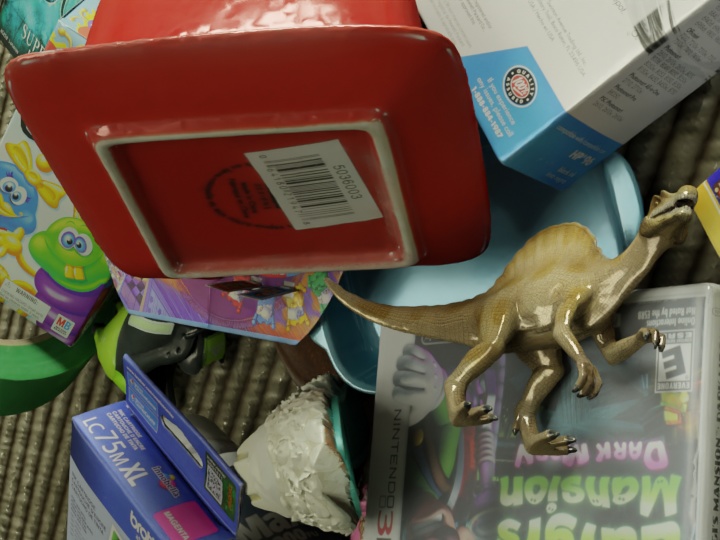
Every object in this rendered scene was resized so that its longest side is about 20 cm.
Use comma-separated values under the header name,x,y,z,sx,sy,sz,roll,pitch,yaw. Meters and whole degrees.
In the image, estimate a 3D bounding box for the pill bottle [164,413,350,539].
name,x,y,z,sx,sy,sz,roll,pitch,yaw
pill bottle,-0.067,0.177,0.930,0.200,0.119,0.121,41,119,40

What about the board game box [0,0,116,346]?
name,x,y,z,sx,sy,sz,roll,pitch,yaw
board game box,-0.167,-0.071,1.025,0.102,0.105,0.201,33,123,-3

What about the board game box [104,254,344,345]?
name,x,y,z,sx,sy,sz,roll,pitch,yaw
board game box,-0.088,-0.047,0.869,0.198,0.039,0.160,8,95,39

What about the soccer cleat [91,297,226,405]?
name,x,y,z,sx,sy,sz,roll,pitch,yaw
soccer cleat,-0.104,0.013,1.022,0.081,0.067,0.201,50,129,18

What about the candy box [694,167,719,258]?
name,x,y,z,sx,sy,sz,roll,pitch,yaw
candy box,0.245,-0.018,0.613,0.200,0.076,0.171,-47,58,39

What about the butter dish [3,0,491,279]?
name,x,y,z,sx,sy,sz,roll,pitch,yaw
butter dish,-0.041,-0.093,0.753,0.196,0.201,0.150,-2,62,9

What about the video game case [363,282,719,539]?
name,x,y,z,sx,sy,sz,roll,pitch,yaw
video game case,0.076,0.104,0.722,0.199,0.023,0.185,-7,74,46

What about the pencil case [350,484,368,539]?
name,x,y,z,sx,sy,sz,roll,pitch,yaw
pencil case,0.080,0.130,0.792,0.199,0.086,0.084,-18,70,44

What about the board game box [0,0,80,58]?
name,x,y,z,sx,sy,sz,roll,pitch,yaw
board game box,-0.189,-0.173,1.132,0.200,0.028,0.136,48,125,36

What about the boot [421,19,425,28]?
name,x,y,z,sx,sy,sz,roll,pitch,yaw
boot,-0.078,-0.158,0.879,0.181,0.198,0.074,-13,82,47

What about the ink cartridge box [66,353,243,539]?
name,x,y,z,sx,sy,sz,roll,pitch,yaw
ink cartridge box,-0.114,0.158,0.852,0.119,0.042,0.202,43,134,39

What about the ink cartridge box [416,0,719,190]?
name,x,y,z,sx,sy,sz,roll,pitch,yaw
ink cartridge box,0.129,-0.144,0.726,0.199,0.068,0.117,-37,63,22

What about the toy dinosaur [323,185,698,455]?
name,x,y,z,sx,sy,sz,roll,pitch,yaw
toy dinosaur,0.070,0.026,0.709,0.198,0.058,0.102,-18,50,36

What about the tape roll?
name,x,y,z,sx,sy,sz,roll,pitch,yaw
tape roll,-0.263,0.001,1.088,0.048,0.199,0.202,-47,58,37

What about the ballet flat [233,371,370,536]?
name,x,y,z,sx,sy,sz,roll,pitch,yaw
ballet flat,-0.029,0.095,0.805,0.200,0.071,0.073,-11,-79,-88

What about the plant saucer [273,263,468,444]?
name,x,y,z,sx,sy,sz,roll,pitch,yaw
plant saucer,0.000,0.000,0.918,0.199,0.036,0.204,2,92,49

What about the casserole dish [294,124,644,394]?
name,x,y,z,sx,sy,sz,roll,pitch,yaw
casserole dish,0.057,-0.009,0.819,0.198,0.039,0.123,-18,80,28
